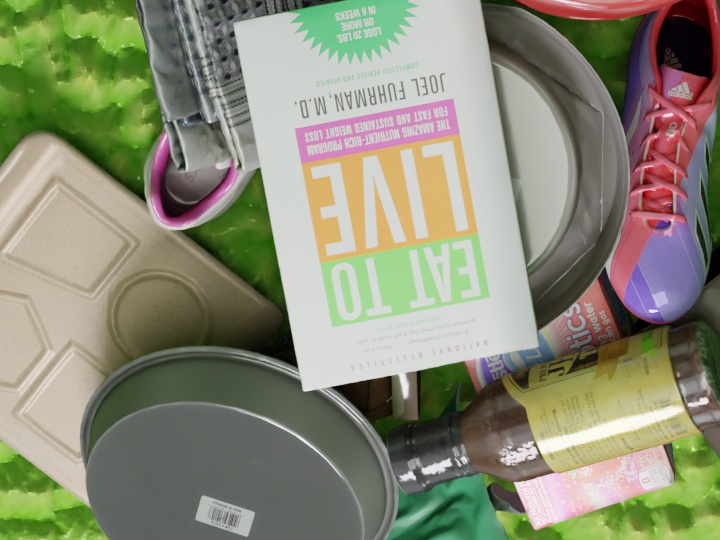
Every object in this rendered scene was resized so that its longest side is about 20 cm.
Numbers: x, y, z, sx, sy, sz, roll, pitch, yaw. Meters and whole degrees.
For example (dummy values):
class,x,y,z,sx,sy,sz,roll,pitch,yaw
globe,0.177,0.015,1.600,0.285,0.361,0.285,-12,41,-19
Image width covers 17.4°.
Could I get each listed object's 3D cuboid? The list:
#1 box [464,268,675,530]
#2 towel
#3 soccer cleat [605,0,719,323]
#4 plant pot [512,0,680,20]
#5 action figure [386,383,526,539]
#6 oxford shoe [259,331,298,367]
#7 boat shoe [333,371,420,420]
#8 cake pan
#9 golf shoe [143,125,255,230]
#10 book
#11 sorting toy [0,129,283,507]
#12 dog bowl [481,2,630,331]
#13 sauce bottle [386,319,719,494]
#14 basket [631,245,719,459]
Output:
class,x,y,z,sx,sy,sz,roll,pitch,yaw
box,0.112,0.038,1.407,0.094,0.103,0.201,-20,106,11
towel,-0.039,-0.168,1.334,0.199,0.034,0.194,-22,109,-25
soccer cleat,0.174,-0.070,1.331,0.066,0.077,0.201,9,66,3
plant pot,0.128,-0.232,1.261,0.199,0.182,0.202,0,92,3
action figure,0.017,0.171,1.469,0.055,0.119,0.200,19,137,-41
oxford shoe,-0.052,0.108,1.450,0.084,0.073,0.200,29,131,-7
boat shoe,0.000,0.000,1.420,0.068,0.072,0.201,-1,108,4
cake pan,-0.077,0.132,1.405,0.199,0.037,0.201,8,131,9
golf shoe,-0.068,-0.106,1.383,0.075,0.092,0.201,27,107,-2
book,0.016,-0.047,1.261,0.133,0.048,0.201,-11,96,5
sorting toy,-0.176,0.033,1.469,0.200,0.037,0.185,37,108,-12
dog bowl,0.050,-0.056,1.304,0.199,0.059,0.201,1,100,6
sauce bottle,0.111,0.083,1.332,0.199,0.065,0.065,-18,106,18
basket,0.264,0.078,1.387,0.136,0.180,0.200,-40,91,-12
